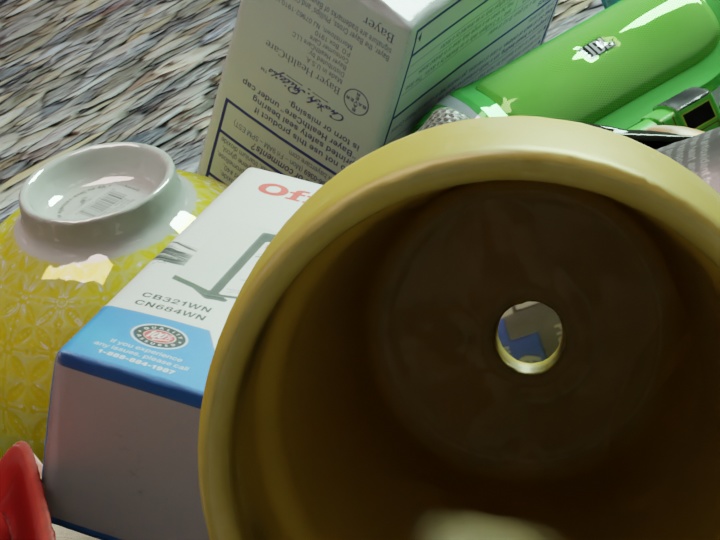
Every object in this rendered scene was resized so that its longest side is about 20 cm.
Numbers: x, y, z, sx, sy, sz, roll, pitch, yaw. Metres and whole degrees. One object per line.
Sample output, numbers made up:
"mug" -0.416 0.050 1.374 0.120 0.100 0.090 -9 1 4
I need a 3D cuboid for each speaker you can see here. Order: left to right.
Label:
"speaker" 0.126 -0.089 1.535 0.199 0.089 0.088 -30 15 -18

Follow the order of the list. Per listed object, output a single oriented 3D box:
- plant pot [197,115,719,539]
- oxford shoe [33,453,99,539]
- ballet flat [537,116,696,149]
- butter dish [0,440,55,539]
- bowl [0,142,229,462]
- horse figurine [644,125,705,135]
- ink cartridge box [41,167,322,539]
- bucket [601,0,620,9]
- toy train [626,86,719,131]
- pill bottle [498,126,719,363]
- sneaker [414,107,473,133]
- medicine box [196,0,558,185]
"plant pot" 0.054 0.039 0.991 0.200 0.202 0.189 -22 10 10
"oxford shoe" -0.094 0.110 1.279 0.199 0.071 0.074 -20 45 -1
"ballet flat" 0.140 -0.025 1.216 0.199 0.068 0.068 4 5 4
"butter dish" -0.220 0.135 1.105 0.200 0.147 0.200 -55 15 4
"bowl" -0.120 0.001 1.458 0.199 0.108 0.200 -8 30 5
"horse figurine" 0.116 -0.022 1.325 0.199 0.050 0.133 -18 36 26
"ink cartridge box" -0.023 0.044 1.200 0.145 0.085 0.200 15 29 14
"bucket" 0.216 -0.226 1.762 0.206 0.135 0.207 -23 16 7
"toy train" 0.155 -0.055 1.424 0.199 0.057 0.042 -29 15 -17
"pill bottle" 0.143 0.003 1.127 0.199 0.114 0.114 -20 15 20
"sneaker" 0.000 0.000 1.350 0.200 0.077 0.091 -38 27 32
"medicine box" 0.015 -0.117 1.579 0.182 0.103 0.201 -39 -24 -44
